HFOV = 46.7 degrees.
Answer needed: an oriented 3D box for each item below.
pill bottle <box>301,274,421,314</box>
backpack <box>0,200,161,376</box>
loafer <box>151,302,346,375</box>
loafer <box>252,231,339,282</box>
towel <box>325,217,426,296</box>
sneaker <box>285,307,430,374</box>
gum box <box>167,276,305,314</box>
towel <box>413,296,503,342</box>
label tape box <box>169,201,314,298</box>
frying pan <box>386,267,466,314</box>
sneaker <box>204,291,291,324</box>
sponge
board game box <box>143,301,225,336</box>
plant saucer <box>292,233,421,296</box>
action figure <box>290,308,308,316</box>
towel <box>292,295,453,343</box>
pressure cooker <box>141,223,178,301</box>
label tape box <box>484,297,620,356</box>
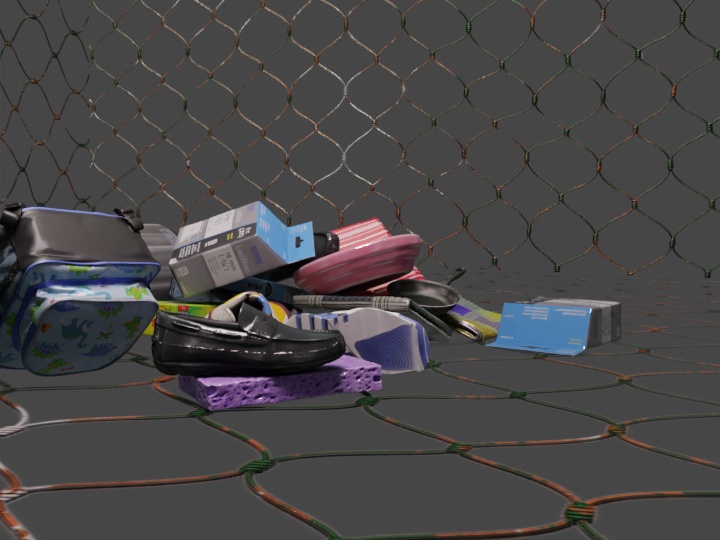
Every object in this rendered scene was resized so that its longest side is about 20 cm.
[{"bbox_3d":[0.004,0.041,1.431,0.198,0.113,0.112,1,4,7],"label":"pill bottle"},{"bbox_3d":[-0.346,0.039,0.973,0.182,0.148,0.200,0,-37,-46],"label":"backpack"},{"bbox_3d":[-0.113,0.068,0.857,0.199,0.071,0.068,-1,5,-8],"label":"loafer"},{"bbox_3d":[-0.117,-0.022,1.373,0.200,0.069,0.070,-16,-24,41],"label":"loafer"},{"bbox_3d":[0.009,-0.013,1.387,0.144,0.023,0.200,-17,45,-19],"label":"towel"},{"bbox_3d":[0.010,0.080,1.080,0.198,0.081,0.115,1,6,33],"label":"sneaker"},{"bbox_3d":[-0.214,0.041,1.420,0.169,0.045,0.200,15,-12,-29],"label":"gum box"},{"bbox_3d":[0.169,0.071,1.372,0.143,0.023,0.200,25,14,24],"label":"towel"},{"bbox_3d":[-0.174,-0.043,1.243,0.199,0.064,0.144,-19,24,3],"label":"label tape box"},{"bbox_3d":[0.102,0.028,1.307,0.114,0.031,0.190,9,19,8],"label":"frying pan"},{"bbox_3d":[-0.131,0.067,1.066,0.090,0.075,0.200,-42,-9,27],"label":"sneaker"},{"bbox_3d":[-0.087,0.117,0.899,0.199,0.030,0.111,-3,4,-29],"label":"sponge"},{"bbox_3d":[-0.242,0.073,1.256,0.101,0.048,0.199,3,0,34],"label":"board game box"},{"bbox_3d":[0.000,0.000,1.245,0.199,0.051,0.201,-17,-7,-2],"label":"plant saucer"},{"bbox_3d":[-0.169,0.088,1.178,0.199,0.055,0.118,-7,10,-33],"label":"action figure"},{"bbox_3d":[0.023,0.075,1.236,0.191,0.035,0.200,1,-15,27],"label":"towel"},{"bbox_3d":[-0.422,-0.001,1.483,0.175,0.180,0.200,6,5,24],"label":"pressure cooker"},{"bbox_3d":[0.297,0.081,1.273,0.143,0.064,0.199,3,4,35],"label":"label tape box"}]
